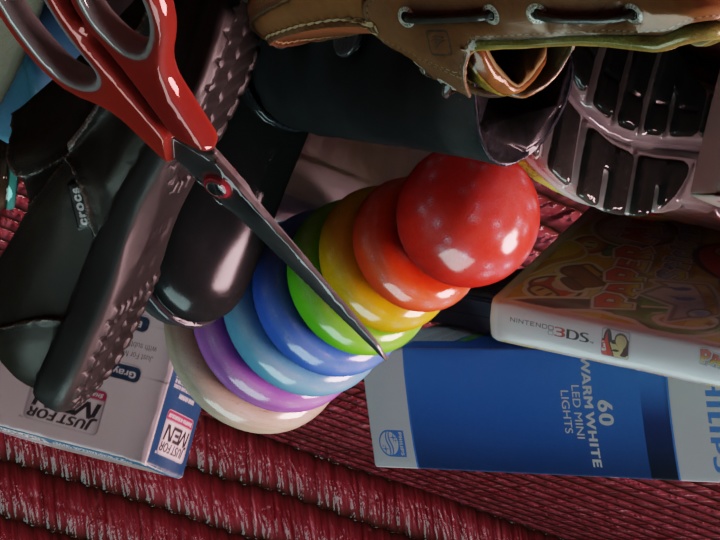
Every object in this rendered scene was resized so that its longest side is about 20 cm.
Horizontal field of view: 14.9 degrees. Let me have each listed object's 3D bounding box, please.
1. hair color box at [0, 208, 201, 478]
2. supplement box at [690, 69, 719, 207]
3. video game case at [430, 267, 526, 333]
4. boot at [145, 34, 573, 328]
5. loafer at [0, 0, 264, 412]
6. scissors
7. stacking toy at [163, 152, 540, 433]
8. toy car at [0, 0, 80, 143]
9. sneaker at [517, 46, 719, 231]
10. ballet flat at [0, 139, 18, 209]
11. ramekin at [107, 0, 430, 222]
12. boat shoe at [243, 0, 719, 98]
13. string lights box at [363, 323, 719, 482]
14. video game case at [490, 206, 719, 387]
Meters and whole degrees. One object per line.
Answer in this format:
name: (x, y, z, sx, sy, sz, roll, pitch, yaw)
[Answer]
hair color box: (-0.116, -0.005, 1.384, 0.100, 0.200, 0.061, 13, 171, 17)
supplement box: (0.240, -0.032, 1.000, 0.200, 0.074, 0.126, 19, 172, -26)
video game case: (0.143, 0.004, 1.219, 0.200, 0.019, 0.143, -8, -174, -20)
boot: (-0.003, -0.053, 1.014, 0.066, 0.165, 0.200, 7, 179, -42)
loafer: (-0.094, -0.047, 0.989, 0.071, 0.200, 0.073, 26, -167, 6)
scissors: (-0.059, -0.040, 0.940, 0.073, 0.014, 0.200, -2, 135, 37)
stacking toy: (0.000, 0.000, 1.087, 0.085, 0.086, 0.200, 19, 153, -24)
toy car: (-0.211, -0.133, 1.006, 0.200, 0.184, 0.177, 51, 143, 20)
sneaker: (0.095, -0.057, 1.095, 0.090, 0.078, 0.200, 11, 171, 46)
ballet flat: (-0.177, -0.087, 1.182, 0.067, 0.068, 0.200, 2, -154, -6)
ramekin: (-0.046, -0.066, 1.226, 0.202, 0.094, 0.202, 15, 171, 2)
boat shoe: (0.034, -0.086, 0.879, 0.072, 0.068, 0.200, -15, -176, -41)
string lights box: (0.109, 0.050, 1.193, 0.200, 0.059, 0.103, -1, -171, 43)
video game case: (0.175, -0.001, 1.128, 0.182, 0.023, 0.200, 12, -153, 24)
